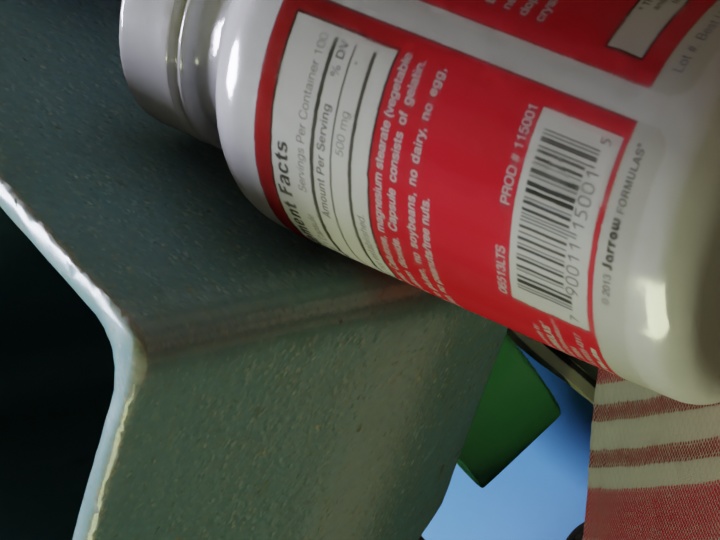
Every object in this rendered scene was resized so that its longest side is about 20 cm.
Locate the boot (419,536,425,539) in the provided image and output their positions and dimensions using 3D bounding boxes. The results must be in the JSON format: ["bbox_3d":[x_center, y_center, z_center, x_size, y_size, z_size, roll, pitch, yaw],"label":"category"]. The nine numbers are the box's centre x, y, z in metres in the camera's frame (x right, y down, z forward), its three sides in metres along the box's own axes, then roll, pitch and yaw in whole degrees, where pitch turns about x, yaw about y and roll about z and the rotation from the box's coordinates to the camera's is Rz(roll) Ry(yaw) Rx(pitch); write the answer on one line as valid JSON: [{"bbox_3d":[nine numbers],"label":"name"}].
[{"bbox_3d":[0.004,0.146,1.084,0.174,0.067,0.200,16,164,40],"label":"boot"}]

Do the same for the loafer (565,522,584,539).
[{"bbox_3d":[0.151,0.163,0.970,0.071,0.073,0.200,4,-155,-47],"label":"loafer"}]

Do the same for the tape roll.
[{"bbox_3d":[0.000,0.000,1.058,0.201,0.048,0.200,47,178,2],"label":"tape roll"}]

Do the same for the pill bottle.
[{"bbox_3d":[0.033,-0.049,0.715,0.199,0.113,0.112,24,169,30],"label":"pill bottle"}]

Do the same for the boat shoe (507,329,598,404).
[{"bbox_3d":[0.095,0.021,1.048,0.201,0.063,0.074,42,-176,8],"label":"boat shoe"}]

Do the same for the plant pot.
[{"bbox_3d":[-0.064,0.024,0.843,0.199,0.197,0.196,-12,-137,-39],"label":"plant pot"}]

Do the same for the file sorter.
[{"bbox_3d":[0.107,0.100,1.183,0.199,0.140,0.122,20,169,44],"label":"file sorter"}]

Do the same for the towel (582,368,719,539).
[{"bbox_3d":[0.105,0.052,0.795,0.030,0.202,0.146,7,174,-10],"label":"towel"}]
